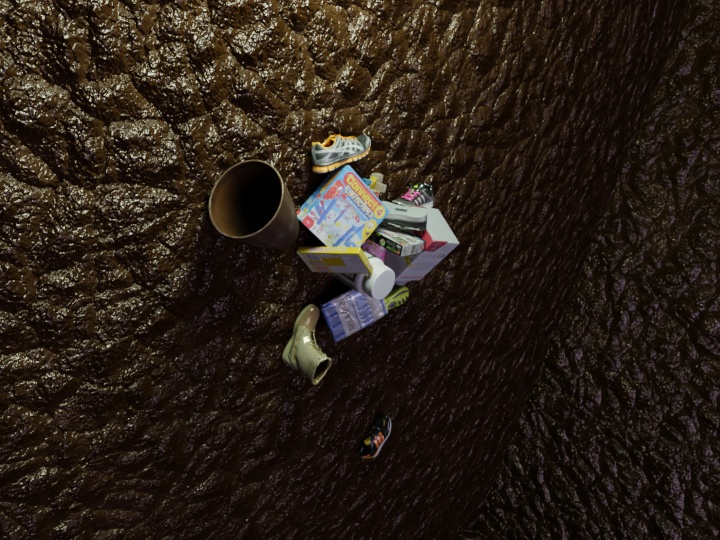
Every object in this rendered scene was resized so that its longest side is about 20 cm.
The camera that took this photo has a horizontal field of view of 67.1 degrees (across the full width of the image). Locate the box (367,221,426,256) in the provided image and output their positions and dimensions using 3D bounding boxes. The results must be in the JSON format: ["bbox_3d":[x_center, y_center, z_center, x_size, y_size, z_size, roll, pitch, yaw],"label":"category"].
[{"bbox_3d":[0.087,-0.102,1.614,0.109,0.199,0.035,-11,122,-43],"label":"box"}]

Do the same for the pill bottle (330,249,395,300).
[{"bbox_3d":[0.000,0.000,1.583,0.113,0.199,0.115,-27,132,-34],"label":"pill bottle"}]

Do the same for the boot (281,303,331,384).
[{"bbox_3d":[-0.139,0.216,1.600,0.072,0.155,0.202,23,93,-50],"label":"boot"}]

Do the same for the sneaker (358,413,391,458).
[{"bbox_3d":[0.056,0.669,2.175,0.090,0.070,0.202,7,110,-53],"label":"sneaker"}]

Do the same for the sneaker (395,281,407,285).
[{"bbox_3d":[0.149,0.026,1.880,0.198,0.075,0.117,-18,131,-28],"label":"sneaker"}]

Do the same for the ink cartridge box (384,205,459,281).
[{"bbox_3d":[0.175,-0.081,1.715,0.144,0.146,0.200,0,142,-47],"label":"ink cartridge box"}]

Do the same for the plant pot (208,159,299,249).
[{"bbox_3d":[-0.227,-0.130,1.290,0.188,0.186,0.200,-56,156,-5],"label":"plant pot"}]

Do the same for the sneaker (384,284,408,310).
[{"bbox_3d":[0.062,0.098,1.768,0.198,0.083,0.075,-17,111,-24],"label":"sneaker"}]

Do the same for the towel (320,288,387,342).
[{"bbox_3d":[-0.016,0.119,1.665,0.198,0.024,0.148,-28,121,-12],"label":"towel"}]

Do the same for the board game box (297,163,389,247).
[{"bbox_3d":[-0.048,-0.156,1.493,0.196,0.056,0.200,-49,127,-2],"label":"board game box"}]

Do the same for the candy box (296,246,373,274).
[{"bbox_3d":[-0.071,-0.029,1.496,0.102,0.198,0.027,53,47,-50],"label":"candy box"}]

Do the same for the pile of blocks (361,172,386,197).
[{"bbox_3d":[0.008,-0.208,1.571,0.201,0.062,0.082,-52,141,-11],"label":"pile of blocks"}]

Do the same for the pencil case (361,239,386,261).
[{"bbox_3d":[0.027,-0.018,1.699,0.083,0.086,0.202,-38,141,-61],"label":"pencil case"}]

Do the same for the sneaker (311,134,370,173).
[{"bbox_3d":[-0.049,-0.323,1.428,0.199,0.078,0.078,-34,122,-35],"label":"sneaker"}]

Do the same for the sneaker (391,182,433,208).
[{"bbox_3d":[0.168,-0.235,1.727,0.199,0.073,0.089,-17,122,-44],"label":"sneaker"}]

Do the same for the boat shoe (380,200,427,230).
[{"bbox_3d":[0.100,-0.155,1.605,0.071,0.198,0.064,-55,150,-46],"label":"boat shoe"}]
